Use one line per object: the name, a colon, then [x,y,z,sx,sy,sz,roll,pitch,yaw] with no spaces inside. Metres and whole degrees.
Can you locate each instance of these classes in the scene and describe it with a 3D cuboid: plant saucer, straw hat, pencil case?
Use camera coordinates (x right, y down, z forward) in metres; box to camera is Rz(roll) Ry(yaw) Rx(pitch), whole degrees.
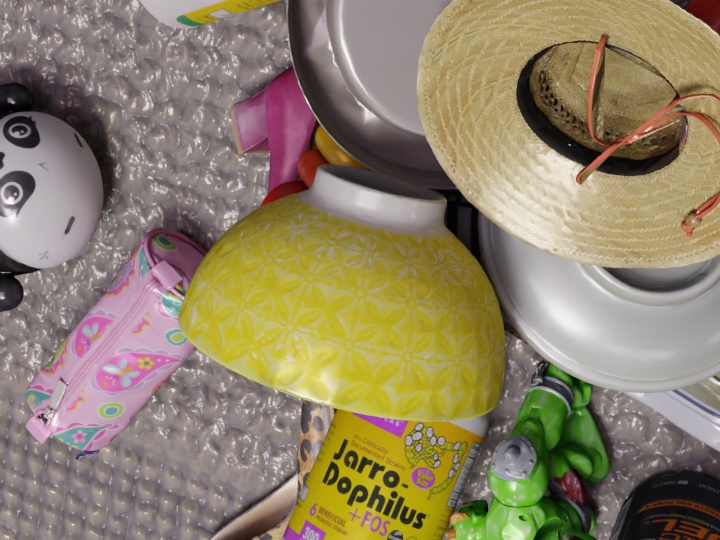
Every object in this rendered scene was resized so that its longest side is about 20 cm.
plant saucer: [0.172,-0.029,0.713,0.197,0.050,0.203,1,77,-4]
straw hat: [0.137,-0.097,0.637,0.199,0.085,0.202,22,142,18]
pencil case: [-0.186,0.060,0.931,0.088,0.087,0.200,46,116,4]

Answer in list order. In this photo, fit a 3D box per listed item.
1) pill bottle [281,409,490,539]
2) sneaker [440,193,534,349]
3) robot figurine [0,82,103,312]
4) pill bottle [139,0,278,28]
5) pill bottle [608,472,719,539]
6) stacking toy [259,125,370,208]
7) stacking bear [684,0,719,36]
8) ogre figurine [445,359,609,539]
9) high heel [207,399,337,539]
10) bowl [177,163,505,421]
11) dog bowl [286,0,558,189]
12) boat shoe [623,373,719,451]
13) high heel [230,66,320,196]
pill bottle: [0.025,0.129,0.821,0.103,0.104,0.202,22,85,15]
sneaker: [0.090,-0.033,0.799,0.199,0.070,0.109,36,99,26]
robot figurine: [-0.298,-0.055,0.921,0.198,0.125,0.152,-8,115,25]
pill bottle: [-0.054,-0.237,0.773,0.198,0.113,0.114,-11,100,26]
pill bottle: [0.198,0.217,0.748,0.105,0.200,0.108,6,108,20]
stacking toy: [0.006,-0.087,0.785,0.085,0.085,0.200,43,104,6]
stacking bear: [0.248,-0.077,0.652,0.201,0.113,0.122,56,156,13]
ogre figurine: [0.124,0.167,0.806,0.097,0.119,0.202,28,115,25]
high heel: [-0.073,0.170,0.918,0.141,0.072,0.203,3,115,15]
bowl: [0.000,0.000,0.695,0.198,0.200,0.109,18,103,17]
dog bowl: [0.051,-0.152,0.685,0.197,0.059,0.203,-3,109,-10]
boat shoe: [0.226,0.068,0.767,0.198,0.072,0.063,27,113,16]
high heel: [-0.024,-0.045,0.843,0.095,0.067,0.203,-19,84,36]
